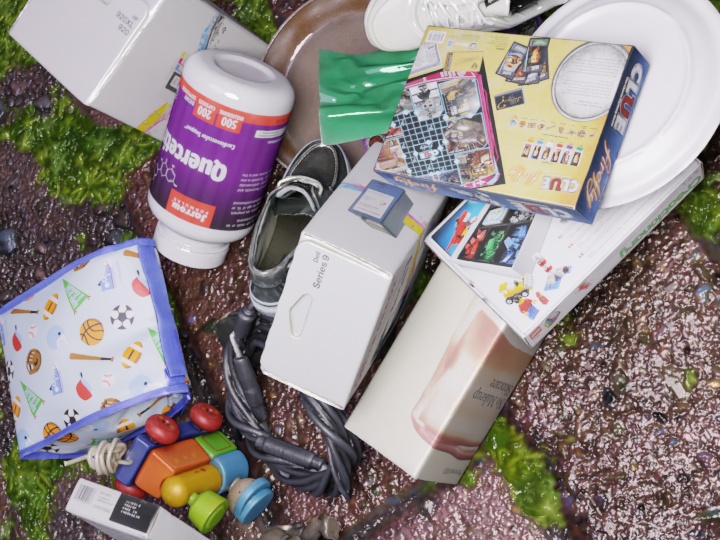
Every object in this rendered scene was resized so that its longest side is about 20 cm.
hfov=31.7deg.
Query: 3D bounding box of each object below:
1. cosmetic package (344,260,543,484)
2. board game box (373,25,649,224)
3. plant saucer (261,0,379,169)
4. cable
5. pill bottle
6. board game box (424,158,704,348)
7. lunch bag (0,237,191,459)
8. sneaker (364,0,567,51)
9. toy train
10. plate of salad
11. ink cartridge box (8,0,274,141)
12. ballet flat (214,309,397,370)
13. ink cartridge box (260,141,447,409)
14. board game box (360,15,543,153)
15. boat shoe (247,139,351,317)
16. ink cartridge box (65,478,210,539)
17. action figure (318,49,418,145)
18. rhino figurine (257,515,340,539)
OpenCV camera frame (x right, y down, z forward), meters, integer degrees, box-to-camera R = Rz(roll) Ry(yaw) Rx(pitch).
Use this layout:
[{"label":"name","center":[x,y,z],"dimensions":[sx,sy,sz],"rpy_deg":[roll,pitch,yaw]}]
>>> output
[{"label":"cosmetic package","center":[0.086,0.079,1.117],"dimensions":[0.087,0.103,0.201],"rpy_deg":[33,96,28]},{"label":"board game box","center":[0.116,-0.121,1.014],"dimensions":[0.199,0.035,0.136],"rpy_deg":[15,80,40]},{"label":"plant saucer","center":[-0.015,-0.183,1.264],"dimensions":[0.199,0.032,0.202],"rpy_deg":[-6,77,25]},{"label":"cable","center":[-0.070,0.133,1.176],"dimensions":[0.201,0.051,0.163],"rpy_deg":[57,138,15]},{"label":"pill bottle","center":[-0.142,-0.107,1.246],"dimensions":[0.112,0.112,0.201],"rpy_deg":[35,118,28]},{"label":"board game box","center":[0.166,-0.051,1.042],"dimensions":[0.200,0.035,0.126],"rpy_deg":[-44,62,0]},{"label":"lunch bag","center":[-0.255,0.081,1.274],"dimensions":[0.199,0.123,0.171],"rpy_deg":[-31,68,34]},{"label":"sneaker","center":[0.095,-0.234,1.091],"dimensions":[0.198,0.076,0.081],"rpy_deg":[-16,29,16]},{"label":"toy train","center":[-0.172,0.198,1.169],"dimensions":[0.115,0.200,0.085],"rpy_deg":[38,110,21]},{"label":"plate of salad","center":[0.203,-0.139,1.011],"dimensions":[0.199,0.048,0.202],"rpy_deg":[-15,63,31]},{"label":"ink cartridge box","center":[-0.216,-0.229,1.280],"dimensions":[0.147,0.200,0.145],"rpy_deg":[40,98,28]},{"label":"ballet flat","center":[-0.054,0.063,1.230],"dimensions":[0.199,0.057,0.067],"rpy_deg":[1,119,29]},{"label":"ink cartridge box","center":[0.000,0.000,1.093],"dimensions":[0.087,0.200,0.146],"rpy_deg":[24,122,9]},{"label":"board game box","center":[0.098,-0.143,1.178],"dimensions":[0.199,0.032,0.121],"rpy_deg":[-25,73,12]},{"label":"boat shoe","center":[-0.052,-0.053,1.160],"dimensions":[0.071,0.071,0.201],"rpy_deg":[9,54,9]},{"label":"ink cartridge box","center":[-0.179,0.251,1.169],"dimensions":[0.094,0.200,0.037],"rpy_deg":[12,65,28]},{"label":"action figure","center":[0.063,-0.161,1.140],"dimensions":[0.198,0.055,0.119],"rpy_deg":[-6,57,5]},{"label":"rhino figurine","center":[-0.061,0.328,1.161],"dimensions":[0.087,0.060,0.202],"rpy_deg":[-12,74,44]}]
